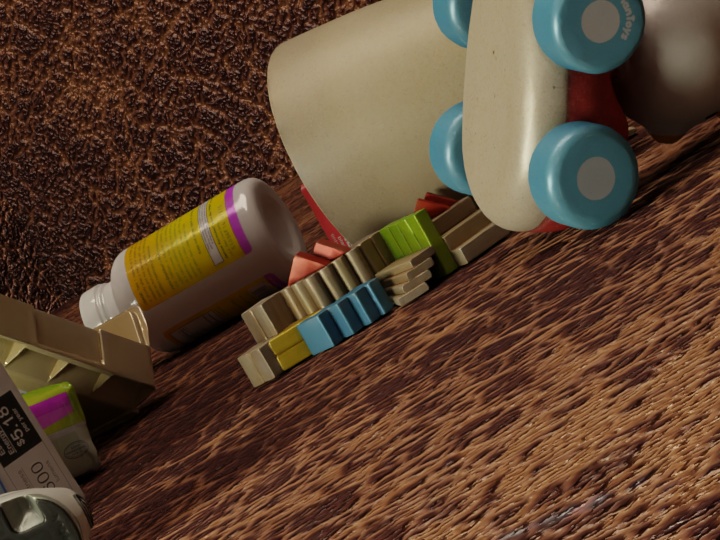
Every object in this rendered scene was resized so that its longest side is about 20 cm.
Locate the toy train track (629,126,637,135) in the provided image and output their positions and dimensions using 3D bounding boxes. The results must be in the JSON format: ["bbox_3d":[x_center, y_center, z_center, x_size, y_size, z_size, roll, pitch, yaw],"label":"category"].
[{"bbox_3d":[0.145,-0.082,1.643,0.114,0.033,0.200,-31,6,2],"label":"toy train track"}]

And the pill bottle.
[{"bbox_3d":[-0.153,0.006,2.083,0.199,0.105,0.104,-29,6,16],"label":"pill bottle"}]

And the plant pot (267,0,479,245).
[{"bbox_3d":[0.069,-0.127,1.618,0.199,0.188,0.187,-29,5,25],"label":"plant pot"}]

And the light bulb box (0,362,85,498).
[{"bbox_3d":[-0.315,0.123,1.416,0.125,0.199,0.200,-27,7,47],"label":"light bulb box"}]

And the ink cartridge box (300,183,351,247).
[{"bbox_3d":[0.072,-0.090,1.842,0.144,0.084,0.200,-34,5,-40],"label":"ink cartridge box"}]

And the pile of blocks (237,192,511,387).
[{"bbox_3d":[0.000,0.000,1.536,0.199,0.062,0.082,-32,5,-9],"label":"pile of blocks"}]

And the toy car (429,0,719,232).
[{"bbox_3d":[0.167,-0.114,1.410,0.199,0.178,0.184,-2,10,-20],"label":"toy car"}]

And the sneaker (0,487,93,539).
[{"bbox_3d":[-0.231,0.170,1.233,0.199,0.075,0.089,-21,6,5],"label":"sneaker"}]

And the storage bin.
[{"bbox_3d":[-0.293,0.073,1.771,0.198,0.094,0.200,-28,-32,31],"label":"storage bin"}]

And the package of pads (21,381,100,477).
[{"bbox_3d":[-0.284,0.144,1.636,0.154,0.069,0.200,-23,0,-30],"label":"package of pads"}]
